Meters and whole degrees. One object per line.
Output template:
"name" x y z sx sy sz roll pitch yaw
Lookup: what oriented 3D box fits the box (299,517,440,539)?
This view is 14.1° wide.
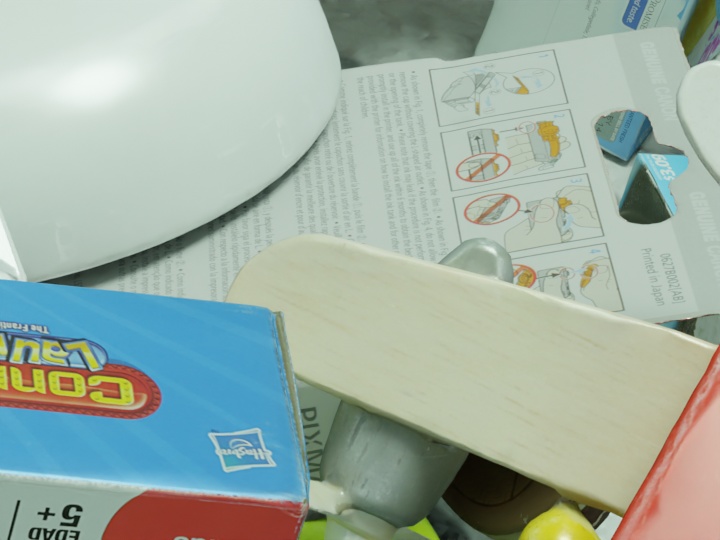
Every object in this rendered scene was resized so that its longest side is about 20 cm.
"box" 0.000 0.142 0.666 0.122 0.048 0.200 -6 41 -29

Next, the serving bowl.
"serving bowl" -0.108 -0.068 0.819 0.200 0.066 0.200 -6 29 3

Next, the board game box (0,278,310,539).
"board game box" -0.130 0.087 0.553 0.200 0.196 0.056 6 38 -16

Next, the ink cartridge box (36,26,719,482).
"ink cartridge box" 0.000 0.000 0.787 0.200 0.050 0.161 -7 32 0

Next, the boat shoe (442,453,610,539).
"boat shoe" 0.054 0.016 0.833 0.072 0.072 0.200 39 19 -27

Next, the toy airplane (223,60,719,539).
"toy airplane" 0.088 0.056 0.662 0.199 0.141 0.200 -20 65 -9

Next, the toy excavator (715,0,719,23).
"toy excavator" 0.204 -0.133 0.901 0.194 0.200 0.100 -3 17 14

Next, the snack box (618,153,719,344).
"snack box" 0.162 0.040 0.882 0.116 0.037 0.200 2 38 -21

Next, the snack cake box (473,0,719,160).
"snack cake box" 0.120 -0.137 1.034 0.067 0.115 0.200 28 37 12

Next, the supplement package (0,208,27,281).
"supplement package" -0.188 -0.046 0.670 0.156 0.111 0.200 -15 74 -23
